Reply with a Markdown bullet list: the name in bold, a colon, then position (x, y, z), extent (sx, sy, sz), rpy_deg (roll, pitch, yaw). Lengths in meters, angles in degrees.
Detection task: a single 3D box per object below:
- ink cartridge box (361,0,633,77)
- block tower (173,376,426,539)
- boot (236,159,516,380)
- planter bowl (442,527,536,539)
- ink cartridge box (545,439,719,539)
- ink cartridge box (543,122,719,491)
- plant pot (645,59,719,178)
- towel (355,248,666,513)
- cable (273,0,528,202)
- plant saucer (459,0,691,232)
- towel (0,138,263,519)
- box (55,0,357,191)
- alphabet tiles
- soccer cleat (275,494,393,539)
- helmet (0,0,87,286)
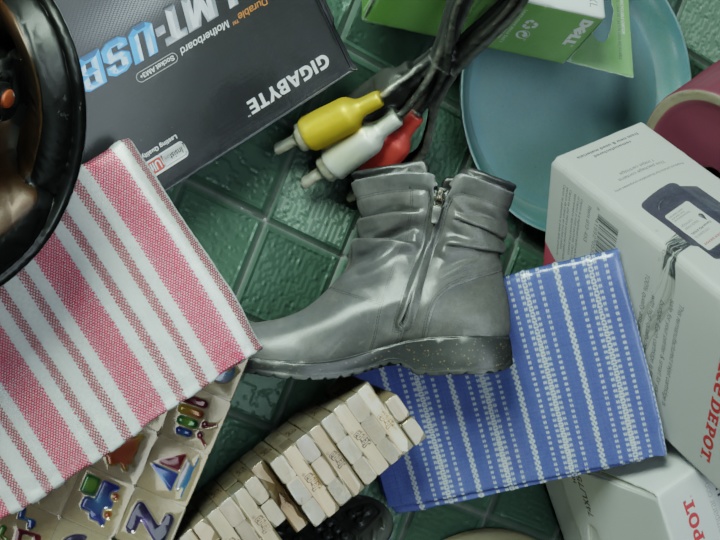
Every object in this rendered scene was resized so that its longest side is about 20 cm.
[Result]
- **ink cartridge box**: position (0.101, -0.199, 0.873), extent (0.198, 0.059, 0.105), rpy_deg (9, 65, -19)
- **block tower**: position (-0.056, 0.144, 0.853), extent (0.199, 0.058, 0.054), rpy_deg (-39, 102, -12)
- **boot**: position (0.000, 0.000, 0.855), extent (0.198, 0.070, 0.133), rpy_deg (-3, 91, -1)
- **planter bowl**: position (0.112, 0.294, 0.928), extent (0.198, 0.134, 0.203), rpy_deg (-3, 98, -26)
- **ink cartridge box**: position (0.260, 0.160, 0.982), extent (0.199, 0.146, 0.148), rpy_deg (-27, 107, -22)
- **ink cartridge box**: position (0.211, 0.021, 0.887), extent (0.084, 0.200, 0.146), rpy_deg (-22, 135, -22)
- **plant pot**: position (0.302, -0.085, 0.942), extent (0.178, 0.199, 0.202), rpy_deg (-20, 104, -29)
- **towel**: position (0.090, 0.076, 0.894), extent (0.198, 0.024, 0.146), rpy_deg (-14, 102, 15)
- **cable**: position (0.042, -0.110, 0.843), extent (0.097, 0.199, 0.051), rpy_deg (29, 40, -36)
- **plant saucer**: position (0.150, -0.125, 0.962), extent (0.198, 0.027, 0.203), rpy_deg (-3, 96, -27)
- **towel**: position (-0.174, 0.037, 0.770), extent (0.199, 0.030, 0.147), rpy_deg (-33, 95, -3)
- **box**: position (-0.127, -0.159, 0.805), extent (0.199, 0.050, 0.200), rpy_deg (-33, 109, -19)
- **alphabet tiles**: position (-0.178, 0.107, 0.798), extent (0.166, 0.008, 0.202), rpy_deg (24, 85, -7)
- **soccer cleat**: position (-0.053, 0.228, 0.883), extent (0.200, 0.068, 0.074), rpy_deg (-42, 136, -21)
- **helmet**: position (-0.247, -0.089, 0.672), extent (0.199, 0.190, 0.201), rpy_deg (-32, 140, -31)
